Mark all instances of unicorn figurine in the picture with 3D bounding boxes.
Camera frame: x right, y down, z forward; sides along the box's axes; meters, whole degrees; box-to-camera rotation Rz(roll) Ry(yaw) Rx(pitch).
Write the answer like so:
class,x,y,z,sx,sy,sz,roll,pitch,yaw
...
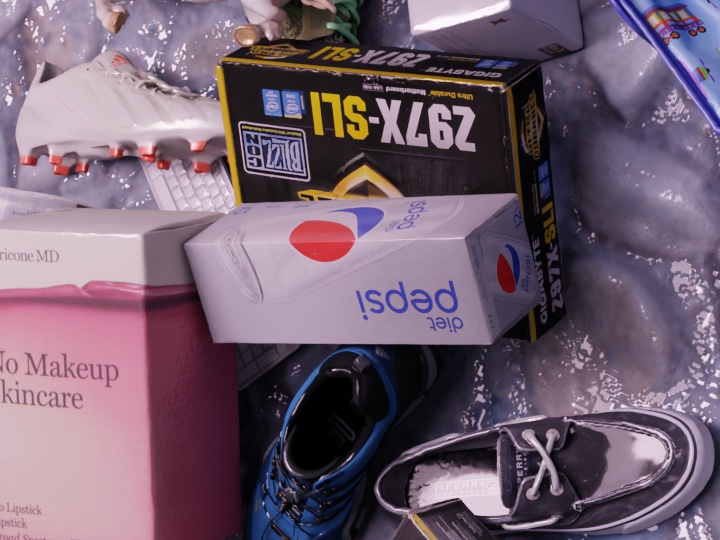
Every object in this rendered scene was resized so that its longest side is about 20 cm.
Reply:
class,x,y,z,sx,sy,sz,roll,pitch,yaw
unicorn figurine,-0.108,-0.189,1.676,0.200,0.137,0.074,23,118,-1

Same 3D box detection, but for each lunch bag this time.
class,x,y,z,sx,sy,sz,roll,pitch,yaw
lunch bag,0.190,-0.150,1.535,0.094,0.150,0.200,-51,60,11

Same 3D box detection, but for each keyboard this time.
class,x,y,z,sx,sy,sz,roll,pitch,yaw
keyboard,-0.094,-0.022,1.768,0.056,0.011,0.200,-34,64,21

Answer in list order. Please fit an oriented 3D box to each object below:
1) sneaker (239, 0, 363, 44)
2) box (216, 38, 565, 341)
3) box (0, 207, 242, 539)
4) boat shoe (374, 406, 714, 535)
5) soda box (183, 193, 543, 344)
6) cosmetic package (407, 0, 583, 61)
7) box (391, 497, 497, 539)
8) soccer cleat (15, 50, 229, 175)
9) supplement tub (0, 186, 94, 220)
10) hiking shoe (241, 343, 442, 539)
class,x,y,z,sx,sy,sz,roll,pitch,yaw
sneaker,-0.026,-0.170,1.728,0.089,0.077,0.200,-34,67,8
box,0.018,-0.049,1.631,0.200,0.049,0.160,8,116,32
box,-0.151,0.067,1.661,0.128,0.109,0.201,2,98,28
boat shoe,0.102,0.115,1.588,0.200,0.068,0.072,-8,76,30
soda box,0.000,0.000,1.585,0.200,0.063,0.068,0,114,35
cosmetic package,0.070,-0.228,1.660,0.074,0.102,0.200,-14,72,28
box,0.068,0.254,1.560,0.200,0.049,0.160,48,129,29
soccer cleat,-0.146,-0.104,1.775,0.200,0.069,0.078,0,79,39
supplement tub,-0.233,0.052,1.770,0.122,0.122,0.200,5,81,32
hiking shoe,-0.031,0.112,1.634,0.074,0.087,0.200,36,118,19
